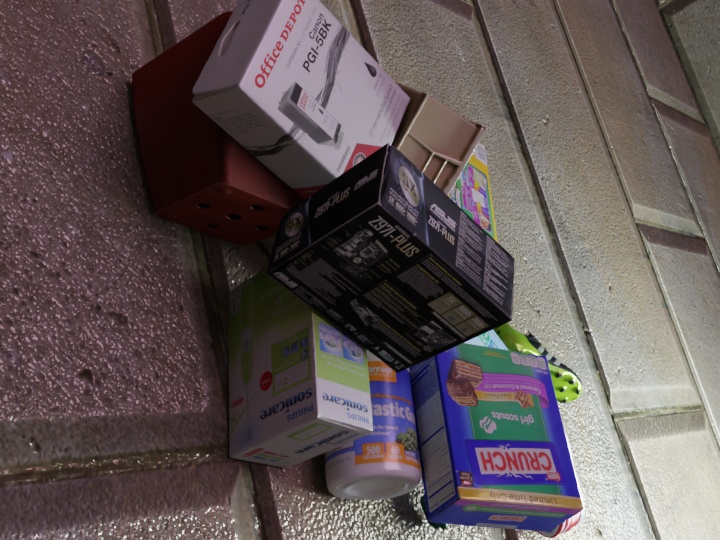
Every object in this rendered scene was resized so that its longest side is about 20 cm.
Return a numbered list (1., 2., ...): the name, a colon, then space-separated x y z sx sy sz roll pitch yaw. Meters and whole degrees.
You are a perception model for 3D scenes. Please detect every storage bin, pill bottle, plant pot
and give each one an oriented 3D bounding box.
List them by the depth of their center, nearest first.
1. plant pot: -0.139 -0.142 1.034 0.199 0.198 0.179 21 63 -41
2. pill bottle: 0.009 0.159 1.068 0.111 0.111 0.203 22 52 -40
3. storage bin: 0.020 -0.126 1.087 0.093 0.200 0.200 26 8 -33

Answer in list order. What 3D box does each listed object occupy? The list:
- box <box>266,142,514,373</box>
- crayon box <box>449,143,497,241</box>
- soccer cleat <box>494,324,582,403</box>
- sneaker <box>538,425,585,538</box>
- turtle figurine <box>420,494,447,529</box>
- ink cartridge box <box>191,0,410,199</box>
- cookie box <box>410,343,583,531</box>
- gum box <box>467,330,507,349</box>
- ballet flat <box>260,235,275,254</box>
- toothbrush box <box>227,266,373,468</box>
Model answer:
1. box: 0.034 -0.005 0.917 0.199 0.163 0.087 38 42 -27
2. crayon box: 0.144 -0.125 1.378 0.118 0.058 0.202 26 49 -38
3. soccer cleat: 0.290 0.147 1.458 0.199 0.067 0.082 35 31 -31
4. sneaker: 0.265 0.290 1.324 0.112 0.071 0.202 -8 75 -55
5. turtle figurine: 0.170 0.258 1.178 0.199 0.151 0.101 -25 57 -41
6. ink cartridge box: -0.056 -0.179 0.938 0.200 0.082 0.148 39 64 -37
7. cookie box: 0.155 0.194 1.064 0.169 0.075 0.202 11 52 -23
8. gum box: 0.153 0.151 1.302 0.171 0.044 0.200 52 38 -14
9. ballet flat: -0.058 0.001 1.131 0.201 0.062 0.068 51 37 -14
10. toothbrush box: -0.070 0.095 0.986 0.086 0.145 0.203 21 52 -41
